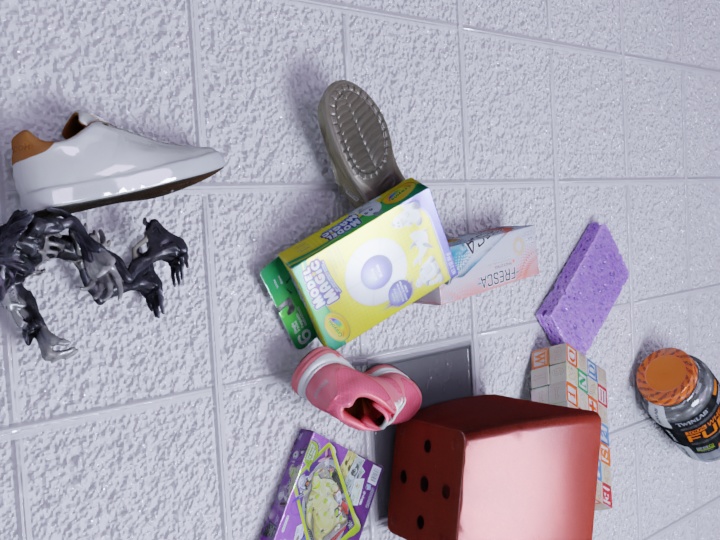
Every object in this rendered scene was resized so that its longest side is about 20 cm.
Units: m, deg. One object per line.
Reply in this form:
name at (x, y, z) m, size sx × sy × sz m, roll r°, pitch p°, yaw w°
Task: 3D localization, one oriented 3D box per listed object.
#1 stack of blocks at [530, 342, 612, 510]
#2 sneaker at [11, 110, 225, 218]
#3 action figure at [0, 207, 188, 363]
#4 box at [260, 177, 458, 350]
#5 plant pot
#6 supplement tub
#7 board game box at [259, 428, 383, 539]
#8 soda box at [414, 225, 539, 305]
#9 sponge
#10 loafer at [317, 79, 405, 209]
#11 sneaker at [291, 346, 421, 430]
stack of blocks at (0.293, 0.219, 1.120) m, size 0.115 × 0.058 × 0.203 m, roll 32°, pitch 52°, yaw -37°
sneaker at (-0.207, -0.105, 0.711) m, size 0.199 × 0.072 × 0.086 m, roll -17°, pitch 89°, yaw -46°
action figure at (-0.236, 0.007, 0.659) m, size 0.198 × 0.119 × 0.103 m, roll -2°, pitch 59°, yaw -49°
box at (0.000, 0.000, 0.864) m, size 0.198 × 0.048 × 0.118 m, roll -30°, pitch 120°, yaw -11°
plant pot at (0.143, 0.253, 0.950) m, size 0.174 × 0.199 × 0.203 m, roll 9°, pitch 84°, yaw -32°
supplement tub at (0.545, 0.221, 1.337) m, size 0.200 × 0.122 × 0.124 m, roll 42°, pitch 64°, yaw -33°
board game box at (-0.052, 0.290, 0.878) m, size 0.120 × 0.032 × 0.202 m, roll 37°, pitch 66°, yaw -39°
soda box at (0.143, -0.010, 1.024) m, size 0.198 × 0.063 × 0.070 m, roll -15°, pitch 100°, yaw -41°
sponge at (0.340, 0.035, 1.218) m, size 0.201 × 0.030 × 0.112 m, roll -52°, pitch 122°, yaw -28°
loafer at (0.000, -0.113, 0.893) m, size 0.076 × 0.068 × 0.202 m, roll -41°, pitch 120°, yaw -28°
sneaker at (0.011, 0.148, 0.873) m, size 0.199 × 0.087 × 0.074 m, roll 23°, pitch 104°, yaw -48°
